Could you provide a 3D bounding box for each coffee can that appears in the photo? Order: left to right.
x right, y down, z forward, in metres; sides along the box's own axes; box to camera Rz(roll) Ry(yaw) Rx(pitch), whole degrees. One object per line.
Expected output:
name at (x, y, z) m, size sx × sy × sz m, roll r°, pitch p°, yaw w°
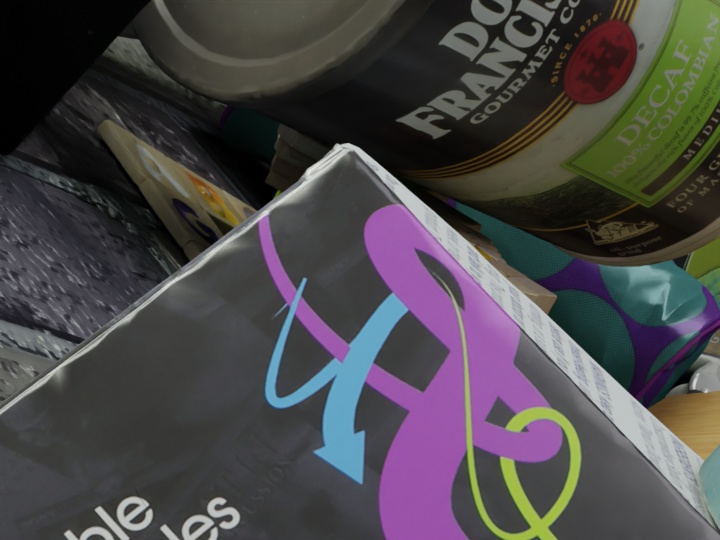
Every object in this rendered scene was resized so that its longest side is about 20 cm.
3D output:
coffee can at (0.041, -0.097, 0.907) m, size 0.200 × 0.146 × 0.146 m, roll 21°, pitch 24°, yaw -46°

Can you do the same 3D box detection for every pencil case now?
pencil case at (0.044, -0.018, 1.077) m, size 0.200 × 0.085 × 0.092 m, roll 43°, pitch -28°, yaw 5°

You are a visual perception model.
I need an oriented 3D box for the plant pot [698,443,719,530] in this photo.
plant pot at (0.194, 0.056, 0.608) m, size 0.200 × 0.135 × 0.200 m, roll 37°, pitch 11°, yaw -8°

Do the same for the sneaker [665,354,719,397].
sneaker at (0.181, 0.089, 1.263) m, size 0.081 × 0.075 × 0.200 m, roll 31°, pitch 6°, yaw -22°

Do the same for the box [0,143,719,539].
box at (0.011, 0.093, 0.416) m, size 0.200 × 0.143 × 0.036 m, roll 47°, pitch -26°, yaw 12°

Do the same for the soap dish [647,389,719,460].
soap dish at (0.151, 0.103, 0.856) m, size 0.157 × 0.081 × 0.200 m, roll 42°, pitch -15°, yaw -10°

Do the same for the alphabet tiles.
alphabet tiles at (0.006, 0.034, 0.965) m, size 0.200 × 0.008 × 0.167 m, roll 31°, pitch 17°, yaw -50°

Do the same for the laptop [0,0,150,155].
laptop at (-0.136, -0.141, 0.835) m, size 0.187 × 0.200 × 0.116 m, roll 42°, pitch 44°, yaw -7°

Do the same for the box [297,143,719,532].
box at (0.034, 0.089, 0.584) m, size 0.200 × 0.105 × 0.184 m, roll 42°, pitch 11°, yaw -8°

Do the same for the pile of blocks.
pile of blocks at (0.000, 0.000, 0.916) m, size 0.082 × 0.062 × 0.200 m, roll 27°, pitch 8°, yaw -18°

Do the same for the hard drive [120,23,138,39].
hard drive at (-0.033, -0.126, 1.049) m, size 0.026 × 0.132 × 0.200 m, roll 66°, pitch 21°, yaw 10°

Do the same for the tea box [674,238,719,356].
tea box at (0.196, -0.068, 1.400) m, size 0.133 × 0.197 × 0.200 m, roll 15°, pitch 11°, yaw -22°
